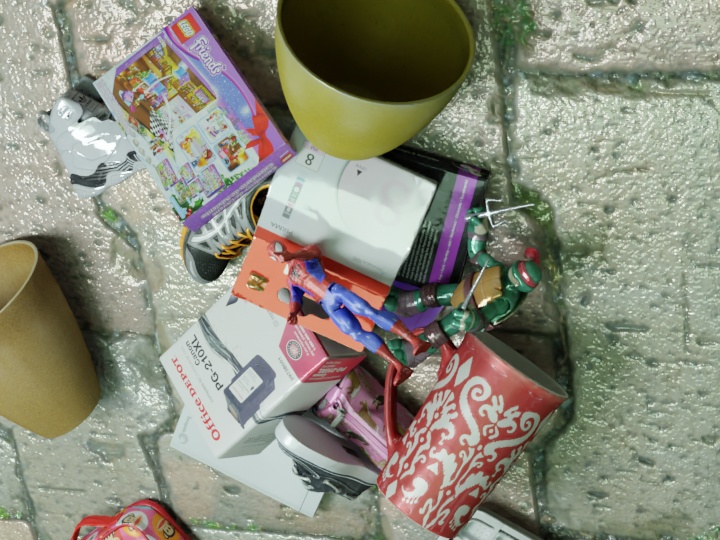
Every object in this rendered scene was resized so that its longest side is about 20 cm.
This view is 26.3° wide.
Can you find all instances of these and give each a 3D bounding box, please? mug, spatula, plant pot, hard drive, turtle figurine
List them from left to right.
[{"bbox_3d":[-0.404,0.101,1.836,0.186,0.187,0.200,-19,122,25],"label":"plant pot"},{"bbox_3d":[-0.123,0.204,1.870,0.199,0.027,0.132,26,121,5],"label":"hard drive"},{"bbox_3d":[0.000,0.000,1.726,0.200,0.021,0.057,35,104,3],"label":"spatula"},{"bbox_3d":[0.001,-0.194,1.547,0.199,0.200,0.142,26,142,4],"label":"plant pot"},{"bbox_3d":[0.105,0.169,1.690,0.133,0.177,0.201,26,100,-45],"label":"mug"},{"bbox_3d":[0.116,0.021,1.601,0.200,0.150,0.101,-31,122,30],"label":"turtle figurine"}]

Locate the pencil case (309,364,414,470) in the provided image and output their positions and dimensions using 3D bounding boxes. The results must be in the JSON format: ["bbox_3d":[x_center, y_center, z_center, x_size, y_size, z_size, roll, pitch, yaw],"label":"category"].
[{"bbox_3d":[0.035,0.195,1.775,0.200,0.087,0.083,43,149,-9],"label":"pencil case"}]

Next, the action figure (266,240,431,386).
[{"bbox_3d":[-0.033,0.037,1.564,0.200,0.099,0.065,40,116,18],"label":"action figure"}]

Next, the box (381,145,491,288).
[{"bbox_3d":[0.027,-0.066,1.668,0.199,0.036,0.144,17,116,5],"label":"box"}]

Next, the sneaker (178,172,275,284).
[{"bbox_3d":[-0.135,-0.057,1.698,0.077,0.078,0.200,46,125,25],"label":"sneaker"}]

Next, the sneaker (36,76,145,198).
[{"bbox_3d":[-0.268,-0.165,1.700,0.199,0.075,0.115,-25,109,31],"label":"sneaker"}]

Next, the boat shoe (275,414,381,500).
[{"bbox_3d":[-0.046,0.222,1.767,0.068,0.200,0.072,-45,58,9],"label":"boat shoe"}]

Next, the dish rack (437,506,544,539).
[{"bbox_3d":[0.176,0.373,1.848,0.199,0.044,0.172,29,120,2],"label":"dish rack"}]

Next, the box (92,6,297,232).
[{"bbox_3d":[-0.174,-0.159,1.611,0.137,0.039,0.200,-36,68,6],"label":"box"}]

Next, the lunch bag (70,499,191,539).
[{"bbox_3d":[-0.306,0.390,1.993,0.200,0.082,0.176,-36,100,30],"label":"lunch bag"}]

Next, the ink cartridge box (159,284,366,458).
[{"bbox_3d":[-0.113,0.098,1.740,0.200,0.084,0.145,-43,67,27],"label":"ink cartridge box"}]

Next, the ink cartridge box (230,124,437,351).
[{"bbox_3d":[-0.030,-0.034,1.618,0.162,0.057,0.201,24,93,2],"label":"ink cartridge box"}]
